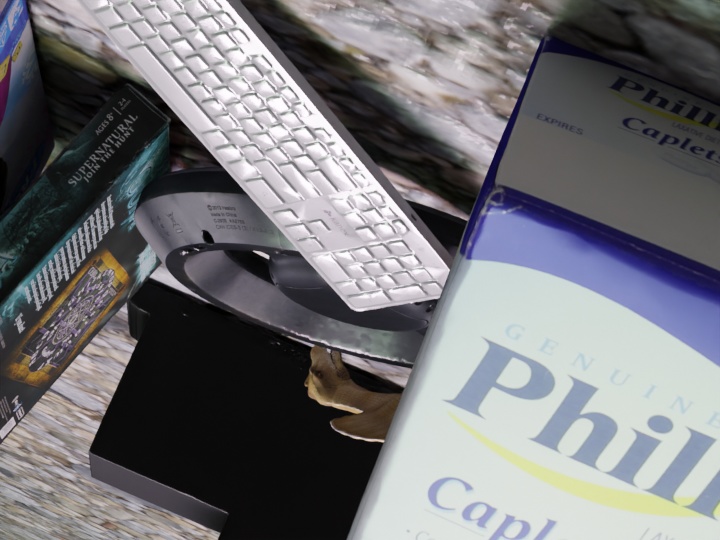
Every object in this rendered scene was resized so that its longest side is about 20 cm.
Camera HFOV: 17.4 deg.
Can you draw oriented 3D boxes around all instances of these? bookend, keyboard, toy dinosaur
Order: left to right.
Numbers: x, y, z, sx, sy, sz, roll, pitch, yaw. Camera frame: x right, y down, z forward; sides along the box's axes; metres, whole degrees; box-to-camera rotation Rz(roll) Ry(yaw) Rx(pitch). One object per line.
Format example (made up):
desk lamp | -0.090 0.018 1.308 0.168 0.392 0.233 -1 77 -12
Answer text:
bookend | -0.072 0.140 1.272 0.198 0.201 0.092 22 164 1
keyboard | -0.033 -0.049 0.860 0.056 0.011 0.200 -15 134 31
toy dinosaur | 0.039 0.073 1.086 0.100 0.059 0.200 0 -174 -24

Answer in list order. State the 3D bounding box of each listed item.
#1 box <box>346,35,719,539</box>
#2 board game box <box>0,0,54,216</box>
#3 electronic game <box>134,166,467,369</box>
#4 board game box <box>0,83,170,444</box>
box | 0.102 0.059 0.758 0.183 0.105 0.201 22 125 4
board game box | -0.191 -0.006 0.967 0.041 0.201 0.200 24 165 3
electronic game | 0.000 0.000 1.002 0.199 0.042 0.200 15 166 4
board game box | -0.136 0.005 1.043 0.028 0.135 0.200 39 165 7
